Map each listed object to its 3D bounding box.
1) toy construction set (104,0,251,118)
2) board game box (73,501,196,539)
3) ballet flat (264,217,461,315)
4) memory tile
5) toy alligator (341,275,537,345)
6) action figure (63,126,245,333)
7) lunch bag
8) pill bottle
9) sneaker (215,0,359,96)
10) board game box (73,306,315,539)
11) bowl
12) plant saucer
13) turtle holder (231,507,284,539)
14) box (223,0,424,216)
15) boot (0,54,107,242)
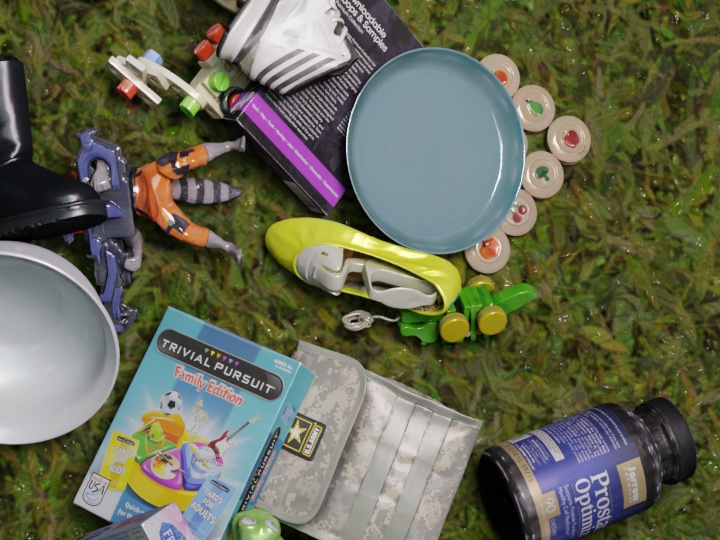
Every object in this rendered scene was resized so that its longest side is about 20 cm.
[{"bbox_3d":[-0.144,-0.223,1.277,0.200,0.092,0.131,-47,120,-6],"label":"toy construction set"},{"bbox_3d":[-0.171,0.313,1.161,0.041,0.199,0.201,-29,92,-39],"label":"board game box"},{"bbox_3d":[0.000,0.000,1.279,0.197,0.067,0.067,15,38,1],"label":"ballet flat"},{"bbox_3d":[0.135,-0.111,1.372,0.153,0.017,0.201,40,77,-7],"label":"memory tile"},{"bbox_3d":[0.079,0.052,1.327,0.197,0.060,0.055,-10,130,-8],"label":"toy alligator"},{"bbox_3d":[-0.208,-0.045,1.261,0.191,0.105,0.203,2,111,-7],"label":"action figure"},{"bbox_3d":[-0.008,0.177,1.259,0.198,0.118,0.166,24,82,-3],"label":"lunch bag"},{"bbox_3d":[0.225,0.197,1.313,0.198,0.112,0.113,-19,89,-14],"label":"pill bottle"},{"bbox_3d":[-0.036,-0.249,1.234,0.115,0.076,0.202,34,83,-8],"label":"sneaker"},{"bbox_3d":[-0.152,0.154,1.223,0.150,0.047,0.202,20,78,22],"label":"board game box"},{"bbox_3d":[-0.312,0.049,1.189,0.198,0.091,0.203,-3,121,-5],"label":"bowl"},{"bbox_3d":[0.072,-0.117,1.320,0.198,0.027,0.203,0,90,-23],"label":"plant saucer"},{"bbox_3d":[-0.050,0.305,1.175,0.139,0.132,0.188,5,89,-1],"label":"turtle holder"},{"bbox_3d":[-0.025,-0.177,1.301,0.143,0.036,0.201,46,74,-32],"label":"box"},{"bbox_3d":[-0.309,-0.110,1.185,0.076,0.198,0.171,-4,87,-49],"label":"boot"}]
